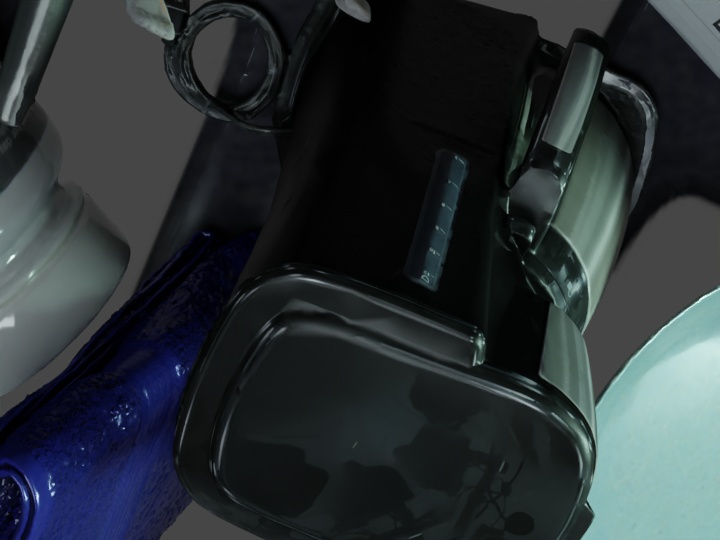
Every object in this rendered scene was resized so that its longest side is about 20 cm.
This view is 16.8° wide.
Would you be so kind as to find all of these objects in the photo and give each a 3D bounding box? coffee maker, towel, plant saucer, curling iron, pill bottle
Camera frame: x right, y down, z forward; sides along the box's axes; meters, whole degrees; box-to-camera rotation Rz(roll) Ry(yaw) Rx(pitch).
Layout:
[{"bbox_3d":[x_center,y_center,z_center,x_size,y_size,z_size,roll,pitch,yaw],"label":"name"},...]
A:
[{"bbox_3d":[0.000,0.000,0.864,0.191,0.200,0.135,4,125,11],"label":"coffee maker"},{"bbox_3d":[-0.105,0.075,0.951,0.049,0.200,0.148,32,127,11],"label":"towel"},{"bbox_3d":[0.142,0.080,0.937,0.200,0.039,0.202,-13,119,-26],"label":"plant saucer"},{"bbox_3d":[-0.086,-0.144,0.833,0.025,0.050,0.201,20,97,9],"label":"curling iron"},{"bbox_3d":[-0.185,-0.051,0.931,0.113,0.113,0.200,-29,114,30],"label":"pill bottle"}]

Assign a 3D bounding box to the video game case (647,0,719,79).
[{"bbox_3d":[0.147,-0.174,0.814,0.200,0.022,0.182,-35,110,33],"label":"video game case"}]

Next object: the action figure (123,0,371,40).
[{"bbox_3d":[-0.023,-0.169,0.777,0.199,0.105,0.194,1,129,-40],"label":"action figure"}]
